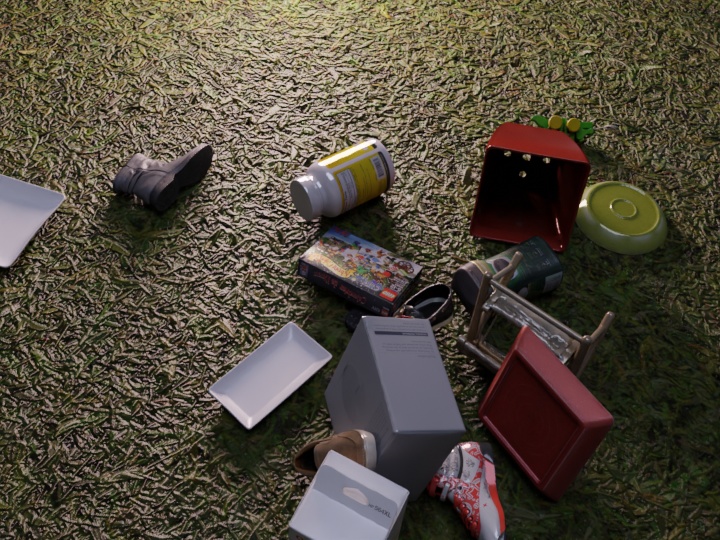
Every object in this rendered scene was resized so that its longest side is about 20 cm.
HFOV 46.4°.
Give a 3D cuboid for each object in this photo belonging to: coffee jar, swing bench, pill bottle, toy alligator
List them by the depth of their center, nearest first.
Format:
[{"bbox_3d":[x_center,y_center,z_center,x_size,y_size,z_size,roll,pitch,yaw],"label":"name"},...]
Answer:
[{"bbox_3d":[0.275,0.117,1.376,0.197,0.203,0.129,34,34,24],"label":"swing bench"},{"bbox_3d":[0.268,0.016,1.547,0.196,0.086,0.105,-19,56,-21],"label":"coffee jar"},{"bbox_3d":[-0.037,-0.176,1.666,0.197,0.114,0.113,-27,56,-26],"label":"pill bottle"},{"bbox_3d":[0.473,-0.306,1.867,0.195,0.059,0.056,8,90,0],"label":"toy alligator"}]

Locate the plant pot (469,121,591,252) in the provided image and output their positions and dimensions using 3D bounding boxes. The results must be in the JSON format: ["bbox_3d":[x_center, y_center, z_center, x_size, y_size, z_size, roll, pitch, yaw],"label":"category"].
[{"bbox_3d":[0.331,-0.185,1.665,0.195,0.203,0.178,10,38,3],"label":"plant pot"}]

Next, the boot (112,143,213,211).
[{"bbox_3d":[-0.399,-0.212,1.697,0.130,0.071,0.200,23,47,21],"label":"boot"}]

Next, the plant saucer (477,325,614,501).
[{"bbox_3d":[0.267,0.225,1.290,0.036,0.202,0.201,-12,49,-36],"label":"plant saucer"}]

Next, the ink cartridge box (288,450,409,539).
[{"bbox_3d":[-0.020,0.359,1.150,0.126,0.202,0.126,22,50,15],"label":"ink cartridge box"}]

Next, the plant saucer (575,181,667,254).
[{"bbox_3d":[0.536,-0.118,1.723,0.194,0.031,0.203,2,49,-2],"label":"plant saucer"}]

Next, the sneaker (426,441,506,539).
[{"bbox_3d":[0.155,0.351,1.264,0.105,0.068,0.204,0,46,-3],"label":"sneaker"}]

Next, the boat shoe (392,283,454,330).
[{"bbox_3d":[0.081,0.087,1.428,0.199,0.064,0.073,-31,44,-30],"label":"boat shoe"}]

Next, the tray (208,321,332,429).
[{"bbox_3d":[-0.150,0.177,1.413,0.107,0.022,0.199,36,56,23],"label":"tray"}]

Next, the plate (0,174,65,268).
[{"bbox_3d":[-0.692,-0.094,1.590,0.195,0.033,0.202,17,51,9],"label":"plate"}]

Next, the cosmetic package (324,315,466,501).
[{"bbox_3d":[0.045,0.213,1.269,0.120,0.201,0.203,4,47,-22],"label":"cosmetic package"}]

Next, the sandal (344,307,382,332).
[{"bbox_3d":[0.055,0.125,1.470,0.198,0.046,0.075,26,45,36],"label":"sandal"}]

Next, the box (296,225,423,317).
[{"bbox_3d":[0.000,0.000,1.549,0.197,0.038,0.137,25,38,16],"label":"box"}]

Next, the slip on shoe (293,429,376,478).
[{"bbox_3d":[-0.039,0.274,1.229,0.059,0.199,0.078,3,78,-25],"label":"slip on shoe"}]
